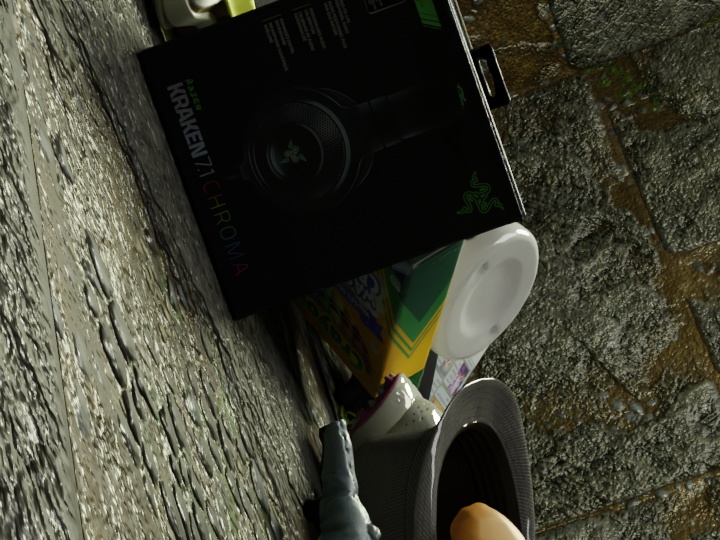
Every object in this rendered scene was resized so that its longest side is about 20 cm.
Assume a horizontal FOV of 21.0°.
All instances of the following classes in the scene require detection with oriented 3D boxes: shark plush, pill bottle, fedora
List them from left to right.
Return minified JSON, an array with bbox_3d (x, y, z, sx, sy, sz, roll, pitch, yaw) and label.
[{"bbox_3d":[0.015,0.183,1.062,0.091,0.083,0.200,63,9,-59],"label":"shark plush"},{"bbox_3d":[0.026,-0.029,1.464,0.200,0.114,0.114,36,-15,30],"label":"pill bottle"},{"bbox_3d":[0.043,0.169,1.236,0.177,0.090,0.201,-21,106,-61],"label":"fedora"}]

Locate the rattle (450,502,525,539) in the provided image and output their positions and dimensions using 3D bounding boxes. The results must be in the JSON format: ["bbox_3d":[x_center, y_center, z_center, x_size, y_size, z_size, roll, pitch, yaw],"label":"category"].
[{"bbox_3d":[0.068,0.267,1.153,0.143,0.130,0.200,42,-36,45],"label":"rattle"}]

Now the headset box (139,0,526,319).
[{"bbox_3d":[-0.008,-0.086,1.186,0.093,0.200,0.175,-77,148,-83],"label":"headset box"}]

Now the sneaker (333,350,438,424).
[{"bbox_3d":[0.023,0.028,1.530,0.072,0.083,0.201,145,-43,-72],"label":"sneaker"}]

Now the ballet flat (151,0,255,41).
[{"bbox_3d":[-0.100,-0.151,1.269,0.067,0.067,0.200,-28,101,-64],"label":"ballet flat"}]

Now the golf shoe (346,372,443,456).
[{"bbox_3d":[0.038,0.140,1.378,0.091,0.075,0.200,33,-13,11],"label":"golf shoe"}]

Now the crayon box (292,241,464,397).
[{"bbox_3d":[0.000,0.000,1.346,0.126,0.052,0.200,49,-27,22],"label":"crayon box"}]

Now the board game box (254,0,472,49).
[{"bbox_3d":[-0.018,-0.244,1.763,0.097,0.200,0.160,66,7,-48],"label":"board game box"}]

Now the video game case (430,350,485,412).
[{"bbox_3d":[0.063,0.067,1.673,0.045,0.181,0.200,30,-8,15],"label":"video game case"}]
